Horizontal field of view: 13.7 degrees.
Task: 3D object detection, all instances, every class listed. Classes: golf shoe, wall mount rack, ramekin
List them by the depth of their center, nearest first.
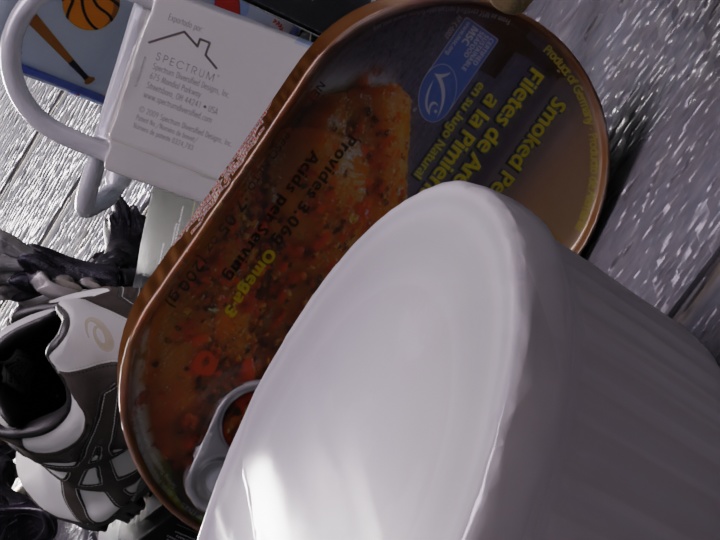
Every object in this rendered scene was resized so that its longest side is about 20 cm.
[{"bbox_3d":[0.029,0.083,0.859,0.202,0.094,0.203,-51,25,35],"label":"ramekin"},{"bbox_3d":[-0.019,-0.082,1.063,0.075,0.200,0.174,-43,-28,-75],"label":"wall mount rack"},{"bbox_3d":[-0.102,0.042,1.092,0.200,0.094,0.078,-33,45,60],"label":"golf shoe"}]

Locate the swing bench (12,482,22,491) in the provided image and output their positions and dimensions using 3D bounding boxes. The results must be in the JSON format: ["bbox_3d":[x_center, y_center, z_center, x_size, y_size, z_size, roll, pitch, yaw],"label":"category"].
[{"bbox_3d":[-0.263,0.145,1.386,0.130,0.199,0.200,-42,31,48],"label":"swing bench"}]

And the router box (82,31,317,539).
[{"bbox_3d":[-0.047,0.023,1.180,0.149,0.051,0.200,-39,35,52],"label":"router box"}]

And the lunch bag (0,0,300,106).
[{"bbox_3d":[-0.087,-0.169,1.341,0.200,0.160,0.076,-62,21,15],"label":"lunch bag"}]

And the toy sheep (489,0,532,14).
[{"bbox_3d":[0.087,-0.149,0.918,0.200,0.138,0.138,-9,58,49],"label":"toy sheep"}]

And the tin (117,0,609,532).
[{"bbox_3d":[0.000,0.000,0.987,0.200,0.112,0.042,-55,11,5],"label":"tin"}]

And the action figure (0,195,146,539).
[{"bbox_3d":[-0.141,0.036,1.288,0.200,0.102,0.119,-68,-12,-62],"label":"action figure"}]

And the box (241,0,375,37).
[{"bbox_3d":[-0.037,-0.156,1.203,0.050,0.157,0.200,-59,22,18],"label":"box"}]
